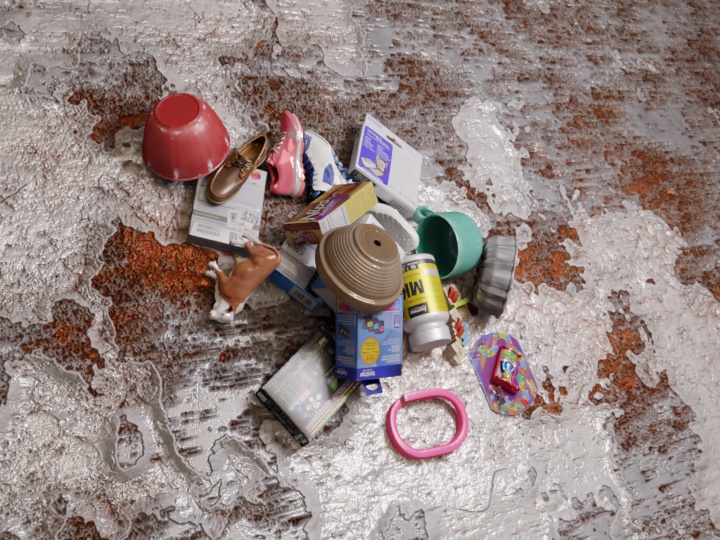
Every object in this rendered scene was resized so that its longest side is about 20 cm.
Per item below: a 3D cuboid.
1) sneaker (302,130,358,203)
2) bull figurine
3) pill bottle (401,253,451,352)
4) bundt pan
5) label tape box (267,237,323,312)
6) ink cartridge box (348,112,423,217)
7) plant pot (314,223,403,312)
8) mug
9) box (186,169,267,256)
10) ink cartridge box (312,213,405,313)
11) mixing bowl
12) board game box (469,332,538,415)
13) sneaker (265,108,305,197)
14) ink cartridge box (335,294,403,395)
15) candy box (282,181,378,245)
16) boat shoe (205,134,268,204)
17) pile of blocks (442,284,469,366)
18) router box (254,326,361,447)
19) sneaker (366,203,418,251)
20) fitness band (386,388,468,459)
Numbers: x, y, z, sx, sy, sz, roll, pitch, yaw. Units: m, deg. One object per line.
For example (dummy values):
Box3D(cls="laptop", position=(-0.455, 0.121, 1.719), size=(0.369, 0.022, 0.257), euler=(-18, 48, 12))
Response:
Box3D(cls="sneaker", position=(-0.100, -0.226, 1.763), size=(0.200, 0.080, 0.115), euler=(47, 56, -2))
Box3D(cls="bull figurine", position=(-0.259, 0.014, 1.574), size=(0.121, 0.065, 0.200), euler=(44, 80, 8))
Box3D(cls="pill bottle", position=(0.140, 0.075, 1.723), size=(0.112, 0.114, 0.205), euler=(-5, 70, -26))
Box3D(cls="bundt pan", position=(0.316, 0.009, 1.794), size=(0.074, 0.203, 0.206), euler=(12, 62, 2))
Box3D(cls="label tape box", position=(-0.108, -0.032, 1.685), size=(0.142, 0.066, 0.202), euler=(36, 60, -7))
Box3D(cls="ink cartridge box", position=(0.066, -0.260, 1.845), size=(0.196, 0.043, 0.203), euler=(33, 46, -23))
Box3D(cls="plant pot", position=(0.014, -0.025, 1.501), size=(0.197, 0.093, 0.204), euler=(21, 43, -20))
Box3D(cls="mug", position=(0.216, -0.079, 1.797), size=(0.113, 0.151, 0.190), euler=(-9, 84, -38))
Box3D(cls="box", position=(-0.294, -0.144, 1.662), size=(0.152, 0.041, 0.205), euler=(13, 64, -20))
Box3D(cls="ink cartridge box", position=(0.000, 0.000, 1.652), size=(0.145, 0.083, 0.203), euler=(45, 57, -34))
Box3D(cls="mixing bowl", position=(-0.383, -0.306, 1.612), size=(0.194, 0.109, 0.204), euler=(1, 57, -2))
Box3D(cls="board game box", position=(0.355, 0.239, 1.793), size=(0.155, 0.039, 0.204), euler=(-14, 75, -29))
Box3D(cls="sneaker", position=(-0.176, -0.270, 1.719), size=(0.085, 0.073, 0.206), euler=(-4, 90, -31))
Box3D(cls="ink cartridge box", position=(0.019, 0.152, 1.558), size=(0.134, 0.075, 0.206), euler=(0, 93, -42))
Box3D(cls="candy box", position=(-0.064, -0.126, 1.645), size=(0.199, 0.115, 0.058), euler=(-39, 119, -41))
Box3D(cls="boat shoe", position=(-0.270, -0.230, 1.648), size=(0.072, 0.068, 0.201), euler=(38, 58, -4))
Box3D(cls="pile of blocks", position=(0.235, 0.121, 1.778), size=(0.080, 0.062, 0.205), euler=(5, 67, -22))
Box3D(cls="router box", position=(-0.101, 0.241, 1.571), size=(0.150, 0.062, 0.200), euler=(47, 58, 0))
Box3D(cls="sneaker", position=(0.072, -0.112, 1.755), size=(0.079, 0.078, 0.199), euler=(-18, 41, -40))
Box3D(cls="fitness band", position=(0.151, 0.338, 1.661), size=(0.195, 0.037, 0.147), euler=(-5, 71, -25))
